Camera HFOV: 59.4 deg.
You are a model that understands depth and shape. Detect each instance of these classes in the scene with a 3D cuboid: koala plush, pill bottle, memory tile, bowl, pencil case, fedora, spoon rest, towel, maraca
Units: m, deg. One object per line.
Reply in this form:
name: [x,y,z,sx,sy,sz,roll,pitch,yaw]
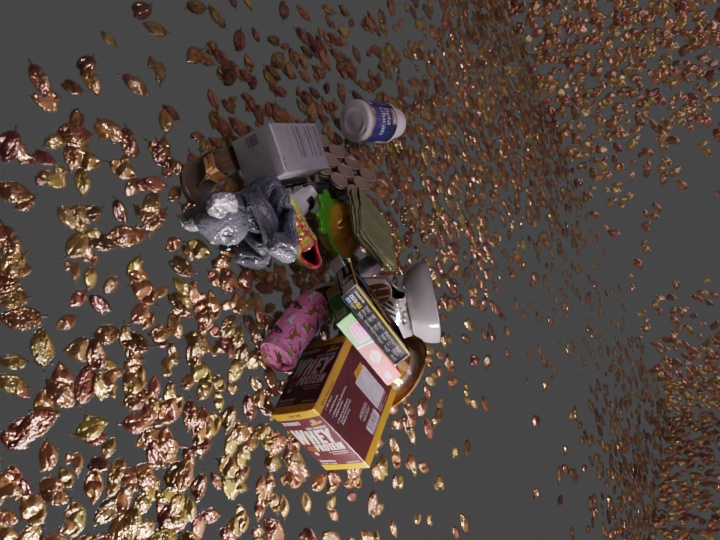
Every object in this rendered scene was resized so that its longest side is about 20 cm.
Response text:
koala plush: [-0.245,-0.105,1.247,0.197,0.176,0.189,3,81,-39]
pill bottle: [0.041,-0.412,1.751,0.198,0.110,0.114,-15,88,-52]
memory tile: [-0.059,-0.260,1.579,0.198,0.017,0.154,36,39,-5]
bowl: [0.163,0.092,1.698,0.200,0.073,0.204,71,8,-70]
pencil case: [-0.138,0.129,1.365,0.201,0.085,0.084,-52,148,-46]
fedora: [0.073,0.226,1.508,0.081,0.199,0.204,34,51,-22]
spoon rest: [0.000,0.000,1.561,0.198,0.099,0.061,2,50,-57]
towel: [0.027,-0.096,1.520,0.200,0.036,0.151,43,35,-49]
maraca: [-0.058,-0.109,1.511,0.200,0.105,0.140,45,40,-54]

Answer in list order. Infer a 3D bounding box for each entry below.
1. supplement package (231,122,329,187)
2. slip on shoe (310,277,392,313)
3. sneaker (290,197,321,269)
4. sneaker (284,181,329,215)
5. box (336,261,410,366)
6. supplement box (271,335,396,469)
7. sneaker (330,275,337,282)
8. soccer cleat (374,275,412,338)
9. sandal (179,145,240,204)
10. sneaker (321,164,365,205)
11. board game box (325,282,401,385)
supplement package: [-0.174,-0.257,1.410,0.199,0.112,0.112,-25,97,-63]
slip on shoe: [-0.025,0.051,1.480,0.061,0.195,0.078,-109,-171,-71]
sneaker: [-0.135,-0.083,1.390,0.078,0.090,0.202,-40,129,-15]
sneaker: [-0.144,-0.158,1.476,0.198,0.073,0.091,-24,107,-47]
box: [0.025,0.092,1.381,0.201,0.049,0.160,53,4,-17]
supplement box: [-0.052,0.288,1.371,0.201,0.131,0.199,51,44,-26]
sneaker: [-0.010,0.102,1.534,0.075,0.075,0.203,-34,101,-48]
soccer cleat: [0.095,0.097,1.658,0.202,0.084,0.069,59,40,-17]
sandal: [-0.301,-0.209,1.303,0.081,0.053,0.200,61,39,-17]
sneaker: [-0.015,-0.205,1.645,0.199,0.066,0.092,38,52,-34]
board game box: [0.005,0.138,1.396,0.201,0.040,0.154,52,6,-27]
